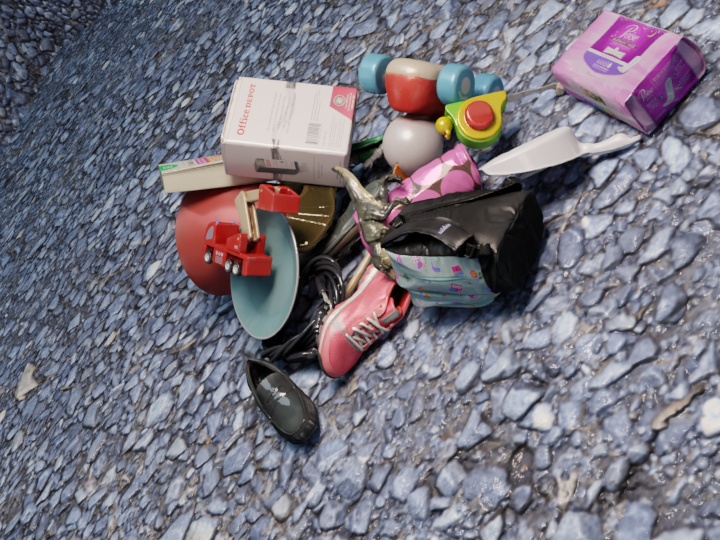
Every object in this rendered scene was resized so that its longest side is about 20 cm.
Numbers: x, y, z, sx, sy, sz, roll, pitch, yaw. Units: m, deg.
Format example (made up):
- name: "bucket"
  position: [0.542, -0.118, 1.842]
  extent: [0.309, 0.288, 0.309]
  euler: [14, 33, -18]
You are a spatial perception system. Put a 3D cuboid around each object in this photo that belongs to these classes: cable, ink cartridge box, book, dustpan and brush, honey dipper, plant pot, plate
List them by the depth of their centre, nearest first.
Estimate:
- name: "dustpan and brush"
  position: [0.267, -0.157, 1.403]
  extent: [0.198, 0.058, 0.139]
  euler: [-23, 5, 27]
- name: "cable"
  position: [-0.094, 0.061, 1.611]
  extent: [0.199, 0.050, 0.166]
  euler: [-17, 59, 57]
- name: "honey dipper"
  position: [0.000, 0.000, 1.612]
  extent: [0.202, 0.038, 0.038]
  euler: [-58, 31, -9]
- name: "plate"
  position: [-0.140, 0.003, 1.622]
  extent: [0.199, 0.025, 0.204]
  euler: [-5, 84, 55]
- name: "ink cartridge box"
  position: [-0.111, -0.219, 1.689]
  extent: [0.196, 0.085, 0.148]
  euler: [7, 54, 2]
- name: "book"
  position: [-0.232, -0.168, 1.772]
  extent: [0.196, 0.049, 0.134]
  euler: [-11, 15, -12]
- name: "plant pot"
  position: [-0.177, -0.062, 1.774]
  extent: [0.175, 0.201, 0.203]
  euler: [-5, 50, 35]

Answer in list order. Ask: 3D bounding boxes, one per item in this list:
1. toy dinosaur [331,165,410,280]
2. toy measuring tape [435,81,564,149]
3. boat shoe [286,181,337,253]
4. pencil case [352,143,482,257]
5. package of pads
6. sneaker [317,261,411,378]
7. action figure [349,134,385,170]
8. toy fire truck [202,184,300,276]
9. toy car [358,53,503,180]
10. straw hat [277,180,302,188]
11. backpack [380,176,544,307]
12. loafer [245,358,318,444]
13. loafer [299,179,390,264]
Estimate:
- name: "toy dinosaur"
  position: [0.026, -0.089, 1.486]
  extent: [0.087, 0.047, 0.202]
  euler: [-32, 64, 15]
- name: "toy measuring tape"
  position: [0.205, -0.218, 1.530]
  extent: [0.196, 0.075, 0.074]
  euler: [-13, 35, -2]
- name: "boat shoe"
  position: [-0.073, -0.092, 1.682]
  extent: [0.072, 0.064, 0.203]
  euler: [4, 45, 4]
- name: "pencil case"
  position: [0.084, -0.099, 1.543]
  extent: [0.198, 0.094, 0.092]
  euler: [-31, 66, 9]
- name: "package of pads"
  position: [0.351, -0.268, 1.413]
  extent: [0.121, 0.075, 0.200]
  euler: [-48, 30, 4]
- name: "sneaker"
  position: [0.013, 0.063, 1.483]
  extent: [0.202, 0.074, 0.086]
  euler: [-56, 32, -12]
- name: "action figure"
  position: [0.020, -0.196, 1.762]
  extent: [0.197, 0.056, 0.118]
  euler: [-15, 1, 24]
- name: "toy fire truck"
  position: [-0.169, -0.065, 1.604]
  extent: [0.199, 0.048, 0.144]
  euler: [20, 104, 52]
- name: "toy car"
  position: [0.096, -0.217, 1.648]
  extent: [0.182, 0.176, 0.204]
  euler: [16, 99, 35]
- name: "straw hat"
  position: [-0.126, -0.204, 1.898]
  extent: [0.202, 0.085, 0.201]
  euler: [-50, 12, 14]
- name: "backpack"
  position: [0.124, -0.027, 1.378]
  extent: [0.197, 0.128, 0.167]
  euler: [-4, 30, 36]
- name: "loafer"
  position: [-0.118, 0.183, 1.520]
  extent: [0.068, 0.070, 0.200]
  euler: [-49, 30, -1]
- name: "loafer"
  position: [-0.019, -0.052, 1.672]
  extent: [0.200, 0.063, 0.072]
  euler: [-43, 25, 17]
